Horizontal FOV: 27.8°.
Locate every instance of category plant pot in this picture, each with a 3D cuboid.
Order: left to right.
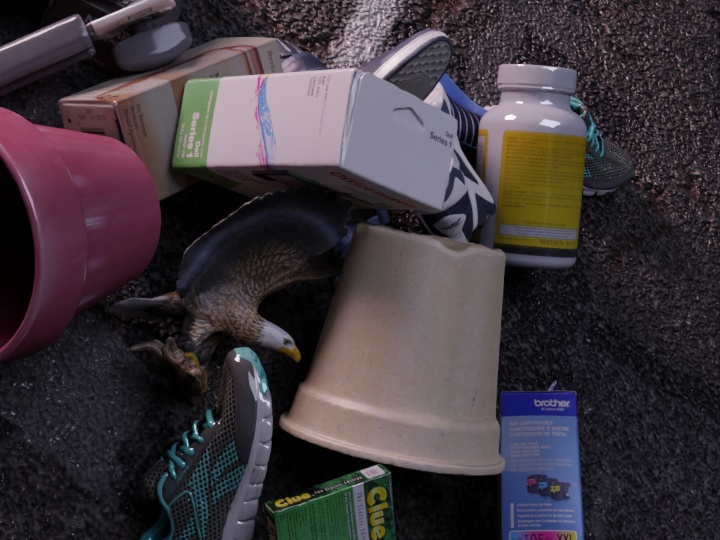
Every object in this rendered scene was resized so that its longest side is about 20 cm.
[{"bbox_3d":[-0.264,-0.036,1.162,0.179,0.200,0.201,-17,73,-56],"label":"plant pot"},{"bbox_3d":[0.045,0.060,1.250,0.199,0.200,0.185,10,93,-29],"label":"plant pot"}]

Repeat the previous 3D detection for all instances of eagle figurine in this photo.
[{"bbox_3d":[-0.100,0.018,1.253,0.151,0.151,0.201,44,70,-37],"label":"eagle figurine"}]

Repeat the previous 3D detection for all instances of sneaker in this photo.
[{"bbox_3d":[-0.124,0.157,1.146,0.090,0.078,0.202,8,101,-16],"label":"sneaker"},{"bbox_3d":[-0.018,-0.195,1.415,0.077,0.202,0.147,29,24,-57],"label":"sneaker"},{"bbox_3d":[0.078,-0.095,1.446,0.200,0.079,0.130,-109,173,-53],"label":"sneaker"},{"bbox_3d":[0.100,-0.144,1.551,0.199,0.070,0.078,38,65,-12],"label":"sneaker"},{"bbox_3d":[0.234,-0.147,1.621,0.199,0.091,0.078,17,56,-25],"label":"sneaker"}]

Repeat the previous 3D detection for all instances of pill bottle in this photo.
[{"bbox_3d":[0.173,-0.105,1.487,0.111,0.112,0.202,2,95,-33],"label":"pill bottle"}]

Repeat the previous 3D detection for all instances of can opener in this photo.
[{"bbox_3d":[-0.249,-0.193,1.281,0.198,0.053,0.067,-20,83,-6],"label":"can opener"}]

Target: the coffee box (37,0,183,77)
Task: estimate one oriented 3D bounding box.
[{"bbox_3d":[-0.224,-0.291,1.399,0.112,0.080,0.201,24,53,-20],"label":"coffee box"}]

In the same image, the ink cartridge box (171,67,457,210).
[{"bbox_3d":[-0.039,-0.108,1.245,0.144,0.199,0.085,19,78,-48],"label":"ink cartridge box"}]

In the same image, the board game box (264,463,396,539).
[{"bbox_3d":[-0.016,0.261,1.160,0.104,0.023,0.202,-14,112,-22],"label":"board game box"}]

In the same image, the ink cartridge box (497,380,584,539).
[{"bbox_3d":[0.161,0.200,1.326,0.076,0.137,0.201,-1,58,3],"label":"ink cartridge box"}]

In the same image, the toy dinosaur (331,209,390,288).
[{"bbox_3d":[0.000,0.000,1.404,0.181,0.201,0.105,27,62,25],"label":"toy dinosaur"}]

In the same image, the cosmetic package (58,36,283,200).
[{"bbox_3d":[-0.162,-0.137,1.322,0.200,0.087,0.104,-32,118,-41],"label":"cosmetic package"}]
